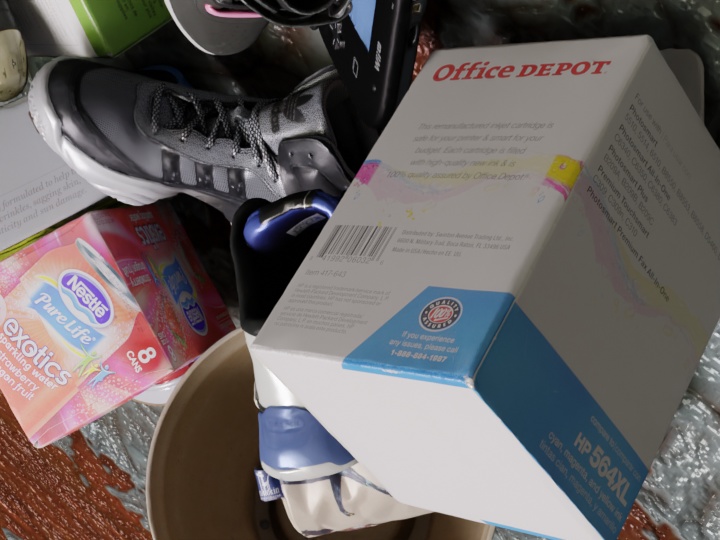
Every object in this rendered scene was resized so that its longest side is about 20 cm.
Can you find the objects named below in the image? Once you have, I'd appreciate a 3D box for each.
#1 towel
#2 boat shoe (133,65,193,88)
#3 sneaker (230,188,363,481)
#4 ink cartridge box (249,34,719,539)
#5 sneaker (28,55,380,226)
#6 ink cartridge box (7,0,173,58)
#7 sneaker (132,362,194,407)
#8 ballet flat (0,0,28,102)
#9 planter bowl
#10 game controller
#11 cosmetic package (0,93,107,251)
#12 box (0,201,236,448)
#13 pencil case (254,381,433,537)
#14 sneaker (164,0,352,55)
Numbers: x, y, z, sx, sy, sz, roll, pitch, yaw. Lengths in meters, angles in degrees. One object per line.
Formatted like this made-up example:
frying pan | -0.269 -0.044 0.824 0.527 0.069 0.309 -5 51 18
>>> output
towel | -0.202 -0.028 1.051 0.200 0.086 0.018 -13 105 60
boat shoe | -0.173 -0.084 0.996 0.084 0.069 0.200 54 148 -10
sneaker | 0.000 0.000 0.781 0.080 0.199 0.115 -3 117 28
ink cartridge box | 0.075 -0.004 0.700 0.128 0.200 0.125 6 146 46
sneaker | -0.066 -0.076 0.841 0.200 0.076 0.114 25 143 -27
ink cartridge box | -0.197 -0.202 0.902 0.200 0.076 0.148 11 132 49
sneaker | -0.199 0.034 1.144 0.200 0.071 0.113 1 129 39
ballet flat | -0.254 -0.164 0.872 0.200 0.057 0.066 47 120 10
planter bowl | -0.016 0.131 0.952 0.200 0.200 0.135 40 173 12
game controller | 0.006 -0.159 0.713 0.200 0.042 0.105 98 163 -50
cosmetic package | -0.225 -0.048 0.927 0.200 0.102 0.074 3 120 66
box | -0.150 0.026 0.953 0.103 0.094 0.200 62 -173 0
pencil case | 0.046 0.079 0.828 0.199 0.078 0.090 -15 128 13
sneaker | -0.046 -0.134 0.720 0.200 0.070 0.099 116 143 -58
